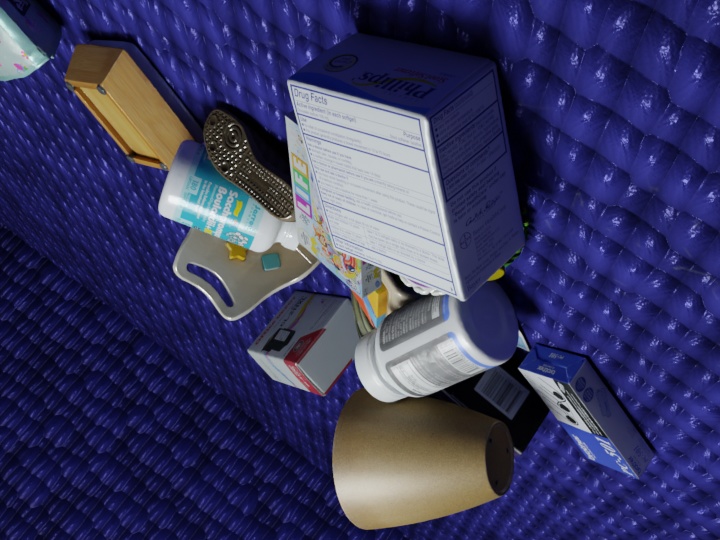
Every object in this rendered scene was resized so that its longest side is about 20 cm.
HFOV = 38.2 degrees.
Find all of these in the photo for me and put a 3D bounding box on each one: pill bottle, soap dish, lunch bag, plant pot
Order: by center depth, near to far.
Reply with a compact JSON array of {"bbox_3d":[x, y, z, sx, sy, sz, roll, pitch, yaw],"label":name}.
[{"bbox_3d":[0.089,0.089,1.286,0.114,0.115,0.199,44,136,-17],"label":"pill bottle"},{"bbox_3d":[0.093,0.243,1.358,0.197,0.189,0.187,-7,137,31],"label":"plant pot"},{"bbox_3d":[-0.170,-0.095,1.430,0.197,0.113,0.111,20,164,-8],"label":"pill bottle"},{"bbox_3d":[-0.327,-0.235,1.502,0.156,0.082,0.201,18,151,49],"label":"soap dish"},{"bbox_3d":[-0.536,-0.372,1.527,0.171,0.122,0.199,50,165,-29],"label":"lunch bag"}]

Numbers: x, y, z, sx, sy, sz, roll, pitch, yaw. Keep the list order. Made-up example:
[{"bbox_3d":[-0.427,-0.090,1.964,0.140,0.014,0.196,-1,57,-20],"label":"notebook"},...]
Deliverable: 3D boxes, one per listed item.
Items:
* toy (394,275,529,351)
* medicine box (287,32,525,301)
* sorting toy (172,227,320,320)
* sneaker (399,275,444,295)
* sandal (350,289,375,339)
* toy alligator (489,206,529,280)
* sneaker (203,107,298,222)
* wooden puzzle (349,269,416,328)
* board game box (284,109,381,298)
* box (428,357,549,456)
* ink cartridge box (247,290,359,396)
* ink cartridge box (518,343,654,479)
[{"bbox_3d":[0.118,0.056,1.369,0.198,0.047,0.116,25,158,40],"label":"toy"},{"bbox_3d":[0.045,-0.100,0.979,0.181,0.103,0.203,22,139,41],"label":"medicine box"},{"bbox_3d":[-0.180,-0.031,1.534,0.200,0.181,0.107,44,161,-14],"label":"sorting toy"},{"bbox_3d":[0.054,-0.039,1.227,0.198,0.081,0.084,27,153,34],"label":"sneaker"},{"bbox_3d":[0.030,0.096,1.529,0.080,0.056,0.204,85,164,-69],"label":"sandal"},{"bbox_3d":[0.150,-0.045,1.071,0.053,0.060,0.201,-5,153,-8],"label":"toy alligator"},{"bbox_3d":[-0.131,-0.134,1.373,0.201,0.071,0.075,49,-158,21],"label":"sneaker"},{"bbox_3d":[0.000,0.000,1.413,0.201,0.037,0.186,52,166,18],"label":"wooden puzzle"},{"bbox_3d":[-0.030,-0.080,1.234,0.134,0.034,0.202,41,149,35],"label":"board game box"},{"bbox_3d":[0.170,0.186,1.486,0.147,0.105,0.200,38,162,1],"label":"box"},{"bbox_3d":[-0.087,0.119,1.763,0.083,0.146,0.199,47,160,-23],"label":"ink cartridge box"},{"bbox_3d":[0.291,0.181,1.331,0.200,0.044,0.093,50,161,-29],"label":"ink cartridge box"}]
